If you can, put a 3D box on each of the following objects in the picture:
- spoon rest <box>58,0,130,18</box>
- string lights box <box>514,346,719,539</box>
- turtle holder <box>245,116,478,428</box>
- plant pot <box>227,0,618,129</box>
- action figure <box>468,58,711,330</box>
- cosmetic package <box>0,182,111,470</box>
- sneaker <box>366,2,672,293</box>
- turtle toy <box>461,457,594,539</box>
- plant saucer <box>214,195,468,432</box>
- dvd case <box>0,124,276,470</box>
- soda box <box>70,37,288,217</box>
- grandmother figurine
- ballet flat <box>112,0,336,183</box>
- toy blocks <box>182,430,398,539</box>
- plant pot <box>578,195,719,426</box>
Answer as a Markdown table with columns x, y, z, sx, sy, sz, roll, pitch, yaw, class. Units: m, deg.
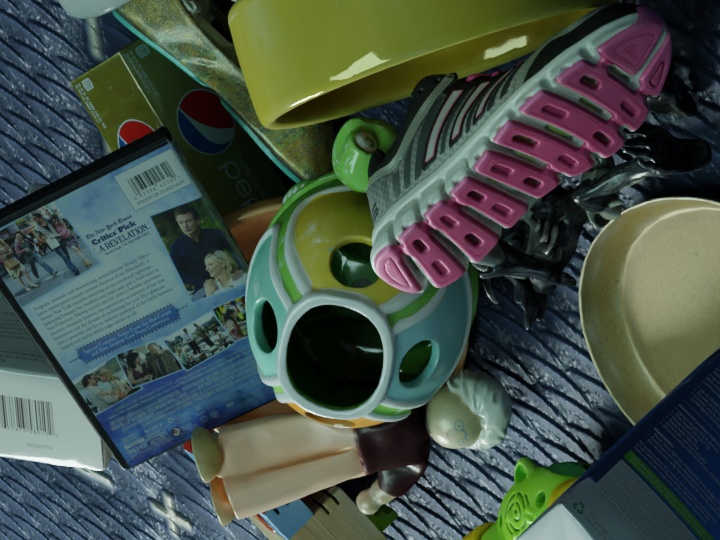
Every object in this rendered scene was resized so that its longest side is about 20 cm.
| x | y | z | sx | sy | sz | roll | pitch | yaw | class |
| --- | --- | --- | --- | --- | --- | --- | --- | --- | --- |
| -0.122 | -0.215 | 1.339 | 0.061 | 0.100 | 0.200 | 29 | 149 | -36 | spoon rest |
| 0.182 | 0.117 | 1.140 | 0.103 | 0.200 | 0.059 | 48 | 141 | 6 | string lights box |
| 0.007 | 0.009 | 1.268 | 0.141 | 0.132 | 0.186 | 36 | 116 | -5 | turtle holder |
| 0.014 | -0.194 | 1.137 | 0.200 | 0.200 | 0.190 | -19 | 89 | 50 | plant pot |
| 0.102 | -0.048 | 1.210 | 0.102 | 0.119 | 0.200 | 20 | 144 | -25 | action figure |
| -0.200 | 0.034 | 1.490 | 0.107 | 0.200 | 0.085 | 8 | 129 | 8 | cosmetic package |
| 0.072 | -0.080 | 1.123 | 0.200 | 0.074 | 0.088 | -43 | 45 | 25 | sneaker |
| 0.162 | 0.194 | 1.342 | 0.200 | 0.101 | 0.146 | 54 | 143 | -1 | turtle toy |
| -0.030 | 0.034 | 1.397 | 0.199 | 0.038 | 0.201 | 1 | 123 | 1 | plant saucer |
| -0.135 | 0.022 | 1.350 | 0.142 | 0.018 | 0.200 | -25 | 119 | 9 | dvd case |
| -0.105 | -0.063 | 1.445 | 0.068 | 0.064 | 0.200 | -22 | 103 | 50 | soda box |
| 0.000 | 0.110 | 1.379 | 0.121 | 0.199 | 0.061 | 70 | -174 | -46 | grandmother figurine |
| -0.072 | -0.129 | 1.368 | 0.200 | 0.071 | 0.071 | 43 | 141 | 10 | ballet flat |
| -0.050 | 0.158 | 1.499 | 0.137 | 0.100 | 0.200 | 49 | 170 | -17 | toy blocks |
| 0.214 | 0.042 | 1.234 | 0.200 | 0.027 | 0.201 | 25 | 134 | 30 | plant pot |
